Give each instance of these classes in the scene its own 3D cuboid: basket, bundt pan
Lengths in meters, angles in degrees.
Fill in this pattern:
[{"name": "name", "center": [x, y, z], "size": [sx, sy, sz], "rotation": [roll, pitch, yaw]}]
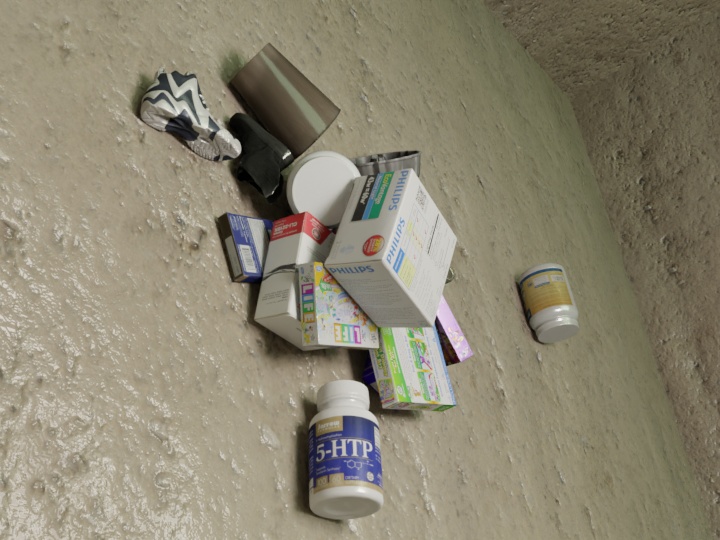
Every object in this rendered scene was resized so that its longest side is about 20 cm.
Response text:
[{"name": "basket", "center": [-0.159, -0.354, 1.546], "size": [0.200, 0.135, 0.181], "rotation": [47, 39, -16]}, {"name": "bundt pan", "center": [0.044, -0.217, 1.684], "size": [0.202, 0.200, 0.077], "rotation": [-32, 116, -59]}]

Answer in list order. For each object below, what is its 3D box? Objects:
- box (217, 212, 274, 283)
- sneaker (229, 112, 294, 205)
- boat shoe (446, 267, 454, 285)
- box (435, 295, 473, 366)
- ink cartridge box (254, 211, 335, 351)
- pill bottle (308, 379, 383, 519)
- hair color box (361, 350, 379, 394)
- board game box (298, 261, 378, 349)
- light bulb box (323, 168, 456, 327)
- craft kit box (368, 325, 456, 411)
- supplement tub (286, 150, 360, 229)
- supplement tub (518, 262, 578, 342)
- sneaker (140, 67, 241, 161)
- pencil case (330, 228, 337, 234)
[{"name": "box", "center": [-0.167, -0.035, 1.368], "size": [0.199, 0.032, 0.122], "rotation": [6, 62, -54]}, {"name": "sneaker", "center": [-0.204, -0.214, 1.417], "size": [0.199, 0.104, 0.060], "rotation": [38, -17, 23]}, {"name": "boat shoe", "center": [0.172, -0.038, 1.839], "size": [0.202, 0.060, 0.073], "rotation": [43, 35, -27]}, {"name": "box", "center": [0.154, 0.111, 1.626], "size": [0.039, 0.137, 0.202], "rotation": [-26, 86, -25]}, {"name": "ink cartridge box", "center": [-0.097, 0.023, 1.327], "size": [0.144, 0.083, 0.202], "rotation": [39, 48, -44]}, {"name": "pill bottle", "center": [-0.026, 0.290, 1.231], "size": [0.119, 0.119, 0.202], "rotation": [32, 41, -39]}, {"name": "hair color box", "center": [0.075, 0.169, 1.531], "size": [0.109, 0.064, 0.201], "rotation": [46, 33, -23]}, {"name": "board game box", "center": [-0.034, 0.066, 1.298], "size": [0.199, 0.034, 0.136], "rotation": [12, 71, -59]}, {"name": "light bulb box", "center": [0.059, -0.035, 1.313], "size": [0.200, 0.124, 0.200], "rotation": [50, 48, -41]}, {"name": "craft kit box", "center": [0.094, 0.171, 1.460], "size": [0.197, 0.048, 0.202], "rotation": [18, 52, -50]}, {"name": "supplement tub", "center": [-0.069, -0.155, 1.434], "size": [0.146, 0.144, 0.200], "rotation": [55, 2, -9]}, {"name": "supplement tub", "center": [0.557, 0.096, 2.216], "size": [0.144, 0.144, 0.202], "rotation": [25, 46, -44]}, {"name": "sneaker", "center": [-0.293, -0.289, 1.340], "size": [0.198, 0.079, 0.131], "rotation": [22, 56, -33]}, {"name": "pencil case", "center": [0.000, 0.000, 1.487], "size": [0.088, 0.087, 0.201], "rotation": [-72, 144, -50]}]
